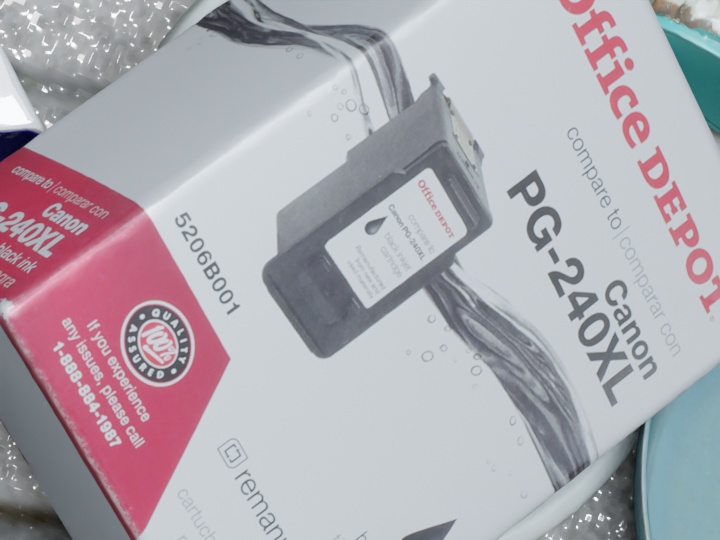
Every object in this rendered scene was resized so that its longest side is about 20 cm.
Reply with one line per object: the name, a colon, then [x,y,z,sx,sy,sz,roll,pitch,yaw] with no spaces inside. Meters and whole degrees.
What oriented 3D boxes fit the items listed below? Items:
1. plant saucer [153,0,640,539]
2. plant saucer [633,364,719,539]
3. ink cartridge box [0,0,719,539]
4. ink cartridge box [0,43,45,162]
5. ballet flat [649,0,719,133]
plant saucer: [0.007,-0.009,0.893,0.199,0.050,0.201,-4,98,-26]
plant saucer: [0.157,0.093,0.911,0.200,0.027,0.201,17,58,-29]
ink cartridge box: [0.000,0.000,0.811,0.200,0.083,0.146,-37,117,-17]
ink cartridge box: [-0.139,-0.090,0.854,0.037,0.095,0.200,-29,93,-14]
ballet flat: [0.171,-0.043,0.946,0.200,0.072,0.072,36,78,-17]
